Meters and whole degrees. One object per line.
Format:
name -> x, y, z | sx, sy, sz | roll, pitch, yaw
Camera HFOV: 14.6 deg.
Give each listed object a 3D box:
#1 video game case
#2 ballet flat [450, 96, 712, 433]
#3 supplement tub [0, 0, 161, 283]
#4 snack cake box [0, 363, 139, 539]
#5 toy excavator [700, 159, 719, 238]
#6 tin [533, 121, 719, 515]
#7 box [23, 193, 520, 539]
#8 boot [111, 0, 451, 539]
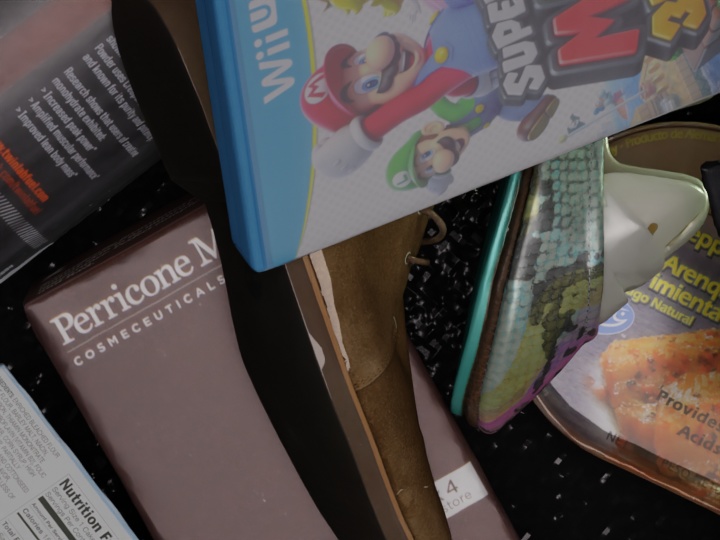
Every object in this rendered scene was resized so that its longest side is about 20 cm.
video game case -> 0.052, -0.091, 0.723 | 0.200, 0.018, 0.143 | -21, 133, -17
ballet flat -> 0.072, -0.048, 0.842 | 0.071, 0.069, 0.201 | 7, 82, -1
supplement tub -> -0.083, -0.080, 0.836 | 0.200, 0.107, 0.107 | -37, 97, 0
snack cake box -> -0.096, 0.143, 0.832 | 0.115, 0.067, 0.200 | -33, 80, -27
toy excavator -> 0.224, -0.018, 0.826 | 0.200, 0.194, 0.100 | -13, 96, 25
tin -> 0.139, 0.026, 0.899 | 0.200, 0.042, 0.112 | 27, 97, -6
box -> -0.013, 0.069, 0.874 | 0.100, 0.075, 0.200 | -30, 95, -1
boot -> 0.000, 0.000, 0.795 | 0.075, 0.074, 0.200 | -25, 109, -22
